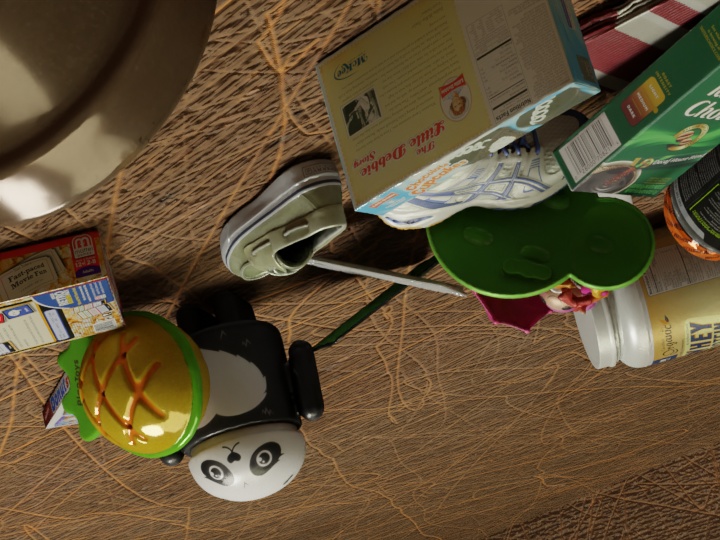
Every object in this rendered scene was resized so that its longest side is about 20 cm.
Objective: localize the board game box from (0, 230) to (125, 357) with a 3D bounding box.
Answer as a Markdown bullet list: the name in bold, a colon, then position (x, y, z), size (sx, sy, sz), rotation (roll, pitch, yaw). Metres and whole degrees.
- **board game box**: position (-0.311, 0.033, 1.397), size (0.197, 0.047, 0.152), rotation (-14, 163, -7)

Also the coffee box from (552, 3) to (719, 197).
- **coffee box**: position (0.261, -0.132, 1.282), size (0.122, 0.044, 0.200), rotation (1, 147, -45)

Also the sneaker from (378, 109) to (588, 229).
- **sneaker**: position (0.101, -0.093, 1.330), size (0.198, 0.076, 0.088), rotation (-20, 154, -2)

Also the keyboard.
- **keyboard**: position (0.000, 0.000, 1.464), size (0.198, 0.011, 0.056), rotation (11, -179, 30)

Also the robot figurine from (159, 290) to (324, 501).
- **robot figurine**: position (-0.125, 0.126, 1.583), size (0.124, 0.202, 0.150), rotation (-2, 159, -36)

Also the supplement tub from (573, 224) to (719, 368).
- **supplement tub**: position (0.338, 0.024, 1.769), size (0.197, 0.146, 0.145), rotation (-15, 163, -1)

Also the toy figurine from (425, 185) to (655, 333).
- **toy figurine**: position (0.164, -0.008, 1.434), size (0.198, 0.152, 0.184), rotation (16, 162, 15)

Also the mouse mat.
- **mouse mat**: position (0.021, 0.029, 1.568), size (0.160, 0.008, 0.200), rotation (-37, 180, -11)

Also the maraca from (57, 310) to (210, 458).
- **maraca**: position (-0.219, 0.107, 1.516), size (0.198, 0.139, 0.106), rotation (-2, -178, 41)

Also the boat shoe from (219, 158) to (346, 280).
- **boat shoe**: position (-0.070, -0.029, 1.392), size (0.071, 0.063, 0.200), rotation (-7, 161, -26)

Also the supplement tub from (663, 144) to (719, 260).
- **supplement tub**: position (0.365, -0.091, 1.481), size (0.121, 0.124, 0.200), rotation (-9, 162, -21)

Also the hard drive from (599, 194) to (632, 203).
- **hard drive**: position (0.193, -0.073, 1.547), size (0.130, 0.027, 0.200), rotation (-18, 163, 8)

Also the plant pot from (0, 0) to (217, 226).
- **plant pot**: position (-0.193, -0.148, 0.765), size (0.198, 0.202, 0.175), rotation (-22, 144, 20)

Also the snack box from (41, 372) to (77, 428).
- **snack box**: position (-0.291, 0.127, 1.738), size (0.071, 0.025, 0.200), rotation (-8, 161, -25)

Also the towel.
- **towel**: position (0.247, -0.194, 1.236), size (0.198, 0.023, 0.143), rotation (-25, 163, 31)

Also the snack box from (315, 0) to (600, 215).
- **snack box**: position (0.061, -0.132, 1.103), size (0.199, 0.118, 0.037), rotation (-28, 159, 35)
